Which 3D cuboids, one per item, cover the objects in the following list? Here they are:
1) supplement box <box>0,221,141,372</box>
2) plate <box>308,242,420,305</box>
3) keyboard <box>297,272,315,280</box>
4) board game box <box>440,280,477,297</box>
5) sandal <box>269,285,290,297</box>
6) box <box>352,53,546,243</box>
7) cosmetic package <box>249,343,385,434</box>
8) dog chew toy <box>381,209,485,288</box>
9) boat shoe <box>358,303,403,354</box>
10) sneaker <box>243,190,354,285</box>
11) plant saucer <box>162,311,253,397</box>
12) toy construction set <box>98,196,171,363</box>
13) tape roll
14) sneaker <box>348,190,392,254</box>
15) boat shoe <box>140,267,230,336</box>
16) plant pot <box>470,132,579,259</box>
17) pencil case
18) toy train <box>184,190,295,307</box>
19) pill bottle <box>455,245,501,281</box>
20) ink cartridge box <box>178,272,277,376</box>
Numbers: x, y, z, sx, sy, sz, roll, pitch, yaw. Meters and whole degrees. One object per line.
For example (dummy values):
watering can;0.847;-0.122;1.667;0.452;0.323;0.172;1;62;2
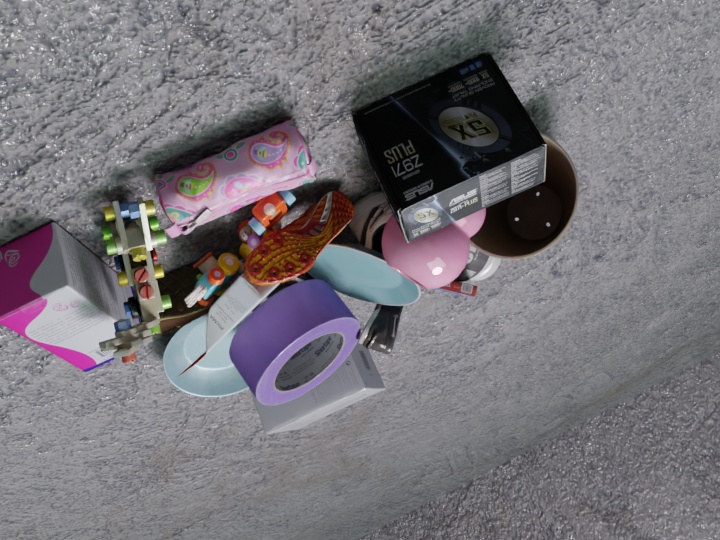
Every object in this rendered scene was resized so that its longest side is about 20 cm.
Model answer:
supplement box;-0.379;0.041;1.035;0.100;0.104;0.200;-24;153;2
plate;0.000;0.000;1.210;0.197;0.026;0.201;16;159;6
keyboard;-0.019;0.011;1.326;0.104;0.040;0.199;-37;150;24
board game box;0.133;0.023;1.293;0.101;0.020;0.200;14;179;4
sandal;-0.090;0.082;1.370;0.079;0.058;0.200;-33;150;17
box;0.112;-0.157;1.013;0.198;0.165;0.086;-23;152;0
cosmetic package;-0.081;0.205;1.467;0.198;0.124;0.199;-27;167;7
dog chew toy;0.114;-0.078;1.087;0.202;0.124;0.124;-60;147;-2
boat shoe;0.054;0.067;1.334;0.067;0.057;0.201;-62;179;43
sneaker;-0.084;-0.035;1.093;0.199;0.073;0.077;-38;-179;-36
plant saucer;-0.232;0.129;1.330;0.198;0.039;0.203;-12;133;-13
toy construction set;-0.280;0.012;0.997;0.091;0.203;0.131;2;-179;-20
tape roll;-0.102;0.115;1.252;0.199;0.085;0.201;-31;154;-17
sneaker;0.076;-0.097;1.168;0.199;0.088;0.075;-37;147;19
boat shoe;-0.281;0.053;1.171;0.198;0.073;0.068;-21;158;5
plant pot;0.255;-0.102;1.226;0.186;0.189;0.200;-33;164;17
pencil case;-0.153;-0.111;0.972;0.198;0.088;0.088;-24;152;-3
toy train;-0.170;-0.038;1.070;0.200;0.056;0.150;-45;173;-1
pill bottle;0.145;-0.043;1.278;0.113;0.114;0.199;-38;153;25
ink cartridge box;-0.186;0.053;1.166;0.200;0.047;0.160;-41;-176;27
